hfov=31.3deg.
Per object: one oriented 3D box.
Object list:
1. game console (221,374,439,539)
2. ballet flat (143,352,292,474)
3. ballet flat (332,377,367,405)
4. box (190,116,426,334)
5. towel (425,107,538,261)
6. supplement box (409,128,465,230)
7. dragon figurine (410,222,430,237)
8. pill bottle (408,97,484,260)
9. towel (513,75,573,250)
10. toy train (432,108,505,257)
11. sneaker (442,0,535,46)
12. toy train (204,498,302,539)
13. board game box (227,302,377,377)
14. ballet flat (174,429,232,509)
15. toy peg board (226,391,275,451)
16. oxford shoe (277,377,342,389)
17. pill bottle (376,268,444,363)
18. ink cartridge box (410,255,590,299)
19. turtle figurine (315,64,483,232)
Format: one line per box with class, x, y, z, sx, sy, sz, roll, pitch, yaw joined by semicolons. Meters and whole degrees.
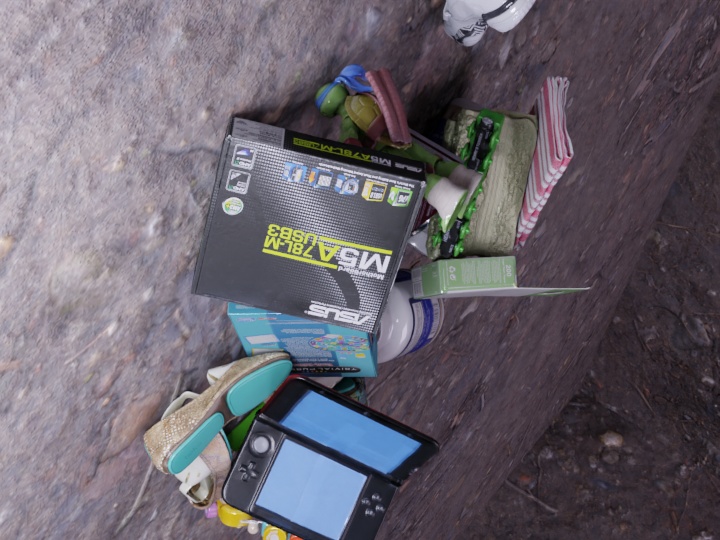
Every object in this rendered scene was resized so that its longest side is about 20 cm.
game console;-0.038;0.235;1.498;0.174;0.199;0.119;-65;-169;-8
ballet flat;-0.166;0.146;1.455;0.200;0.065;0.071;-38;146;-28
ballet flat;-0.021;0.175;1.785;0.075;0.074;0.200;-61;-176;10
box;-0.054;-0.040;1.265;0.048;0.198;0.194;-89;-165;-56
towel;0.155;-0.107;1.633;0.147;0.036;0.202;-3;113;-36
supplement box;0.027;-0.093;1.510;0.200;0.108;0.061;-37;153;-46
dragon figurine;0.000;0.000;1.546;0.198;0.100;0.059;-9;142;-20
pill bottle;0.120;-0.116;1.703;0.201;0.115;0.116;-58;162;-1
towel;0.232;-0.138;1.680;0.201;0.030;0.147;111;-15;-52
toy train;0.129;-0.103;1.533;0.056;0.041;0.201;-55;164;-50
sneaker;0.116;-0.319;1.441;0.075;0.115;0.200;-55;-164;-7
toy train;-0.115;0.292;1.670;0.150;0.199;0.056;-15;116;-47
board game box;-0.061;0.067;1.479;0.200;0.149;0.047;79;11;-65
ballet flat;-0.192;0.239;1.550;0.067;0.068;0.201;-41;155;-23
toy peg board;-0.072;0.247;1.693;0.098;0.199;0.200;-43;163;8
oxford shoe;-0.064;0.135;1.680;0.200;0.075;0.058;7;87;-68
pill bottle;0.027;0.063;1.744;0.120;0.119;0.200;-63;161;15
ink cartridge box;0.178;0.010;1.665;0.145;0.198;0.048;158;-72;-77
turtle figurine;0.016;-0.094;1.347;0.201;0.193;0.144;-59;170;-8
